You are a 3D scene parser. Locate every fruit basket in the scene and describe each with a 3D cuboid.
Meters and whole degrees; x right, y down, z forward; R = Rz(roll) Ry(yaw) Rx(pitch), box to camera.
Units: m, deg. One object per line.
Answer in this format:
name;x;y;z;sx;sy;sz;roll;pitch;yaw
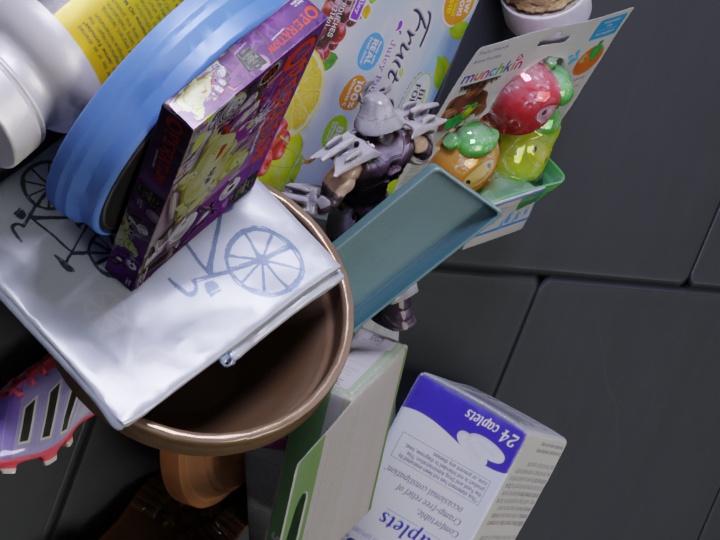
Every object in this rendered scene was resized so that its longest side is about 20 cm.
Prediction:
fruit basket;0.108;-0.105;1.797;0.185;0.094;0.200;-18;155;-45

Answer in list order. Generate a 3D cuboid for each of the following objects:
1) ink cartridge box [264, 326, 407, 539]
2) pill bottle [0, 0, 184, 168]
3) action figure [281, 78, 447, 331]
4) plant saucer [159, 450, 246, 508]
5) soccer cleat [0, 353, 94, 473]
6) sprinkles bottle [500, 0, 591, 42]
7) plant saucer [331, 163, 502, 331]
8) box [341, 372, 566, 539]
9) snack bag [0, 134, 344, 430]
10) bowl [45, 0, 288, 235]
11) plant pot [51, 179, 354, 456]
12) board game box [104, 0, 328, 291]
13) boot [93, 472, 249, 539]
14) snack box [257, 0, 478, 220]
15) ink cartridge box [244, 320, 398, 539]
ink cartridge box;-0.035;0.142;1.660;0.200;0.048;0.146;-40;147;-58
pill bottle;-0.164;-0.155;1.429;0.200;0.112;0.112;-45;143;-23
action figure;-0.001;-0.044;1.649;0.130;0.069;0.200;-19;132;-31
plant saucer;-0.082;0.077;1.728;0.200;0.032;0.200;-53;155;-39
soccer cleat;-0.197;0.074;1.607;0.200;0.067;0.077;-24;116;-42
sprinkles bottle;0.126;-0.262;1.765;0.068;0.068;0.200;-42;142;-24
plant saucer;0.000;0.000;1.623;0.200;0.019;0.070;-40;131;22
box;0.064;0.196;1.948;0.200;0.105;0.184;-62;164;1
snack bag;-0.139;-0.010;1.520;0.200;0.189;0.021;-38;168;-30
bowl;-0.106;-0.101;1.449;0.201;0.039;0.201;-46;173;-8
plant pot;-0.111;0.039;1.567;0.201;0.201;0.093;-38;167;-29
board game box;-0.089;-0.074;1.439;0.120;0.032;0.200;-48;173;-31
boot;-0.160;0.220;1.764;0.200;0.075;0.107;-36;159;-41
snack box;-0.017;-0.138;1.672;0.169;0.068;0.200;11;107;-55
ink cartridge box;-0.027;0.103;1.797;0.196;0.043;0.200;-55;154;-42
